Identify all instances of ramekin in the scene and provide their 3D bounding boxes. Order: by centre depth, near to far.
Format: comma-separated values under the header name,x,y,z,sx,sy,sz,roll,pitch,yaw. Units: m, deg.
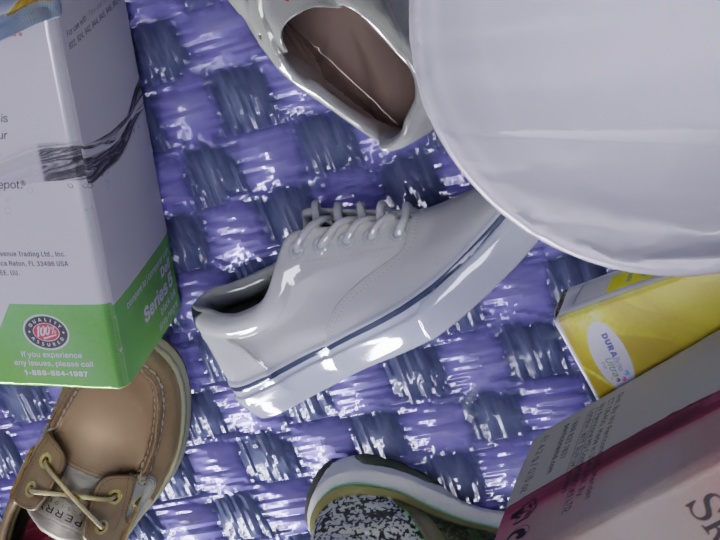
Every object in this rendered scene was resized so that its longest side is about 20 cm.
name,x,y,z,sx,sy,sz,roll,pitch,yaw
ramekin,0.124,-0.107,0.682,0.201,0.094,0.203,7,118,13

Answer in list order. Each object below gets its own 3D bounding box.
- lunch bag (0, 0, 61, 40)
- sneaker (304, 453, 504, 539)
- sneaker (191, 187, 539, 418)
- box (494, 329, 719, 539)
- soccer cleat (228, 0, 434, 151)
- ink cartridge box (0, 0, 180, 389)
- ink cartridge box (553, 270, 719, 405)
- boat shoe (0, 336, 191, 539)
name,x,y,z,sx,sy,sz,roll,pitch,yaw
lunch bag,-0.230,-0.168,0.658,0.199,0.127,0.170,23,133,33
sneaker,0.058,0.160,0.845,0.199,0.089,0.077,14,120,10
sneaker,0.000,0.000,0.789,0.200,0.073,0.071,-33,107,29
box,0.168,0.096,0.675,0.200,0.109,0.128,-35,102,31
soccer cleat,-0.035,-0.133,0.726,0.200,0.078,0.069,44,121,-8
ink cartridge box,-0.177,-0.053,0.809,0.145,0.084,0.201,2,118,16
ink cartridge box,0.214,0.063,0.730,0.199,0.047,0.198,-21,107,29
boat shoe,-0.143,0.118,0.899,0.074,0.066,0.201,25,121,3
